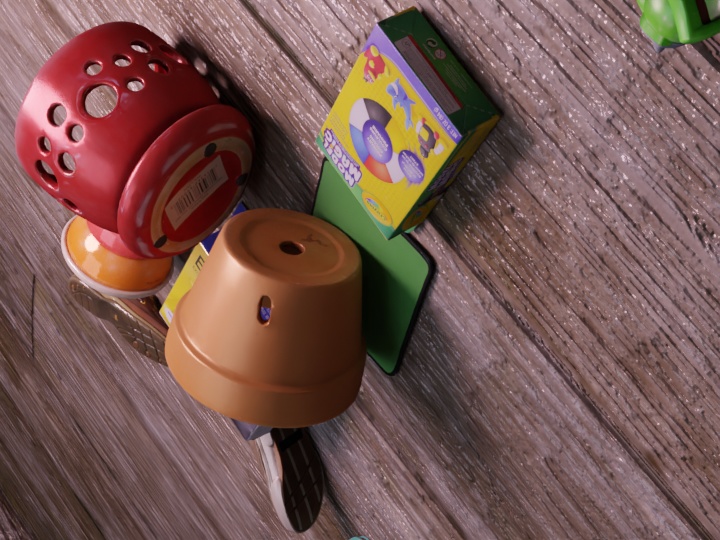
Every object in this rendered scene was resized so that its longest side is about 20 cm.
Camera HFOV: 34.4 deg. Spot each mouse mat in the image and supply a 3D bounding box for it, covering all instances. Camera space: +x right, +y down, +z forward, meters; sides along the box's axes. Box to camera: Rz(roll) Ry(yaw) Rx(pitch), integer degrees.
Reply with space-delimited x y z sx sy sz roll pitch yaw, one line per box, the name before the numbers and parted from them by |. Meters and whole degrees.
mouse mat | 0.000 0.000 1.150 0.161 0.007 0.201 47 149 22

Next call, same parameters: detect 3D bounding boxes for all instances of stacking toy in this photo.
stacking toy | -0.267 -0.078 1.407 0.146 0.146 0.201 48 129 19

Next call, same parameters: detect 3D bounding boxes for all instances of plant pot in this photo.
plant pot | -0.081 0.034 1.124 0.200 0.199 0.141 38 128 33
plant pot | -0.221 -0.123 1.194 0.182 0.200 0.201 39 145 20

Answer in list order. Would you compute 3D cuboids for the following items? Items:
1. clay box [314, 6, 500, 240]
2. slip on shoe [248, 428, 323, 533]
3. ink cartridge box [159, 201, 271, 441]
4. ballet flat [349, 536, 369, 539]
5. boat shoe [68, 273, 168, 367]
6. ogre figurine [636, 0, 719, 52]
clay box | 0.029 -0.110 0.969 0.115 0.047 0.200 54 149 12
slip on shoe | -0.101 0.223 1.425 0.060 0.076 0.202 1 114 47
ink cartridge box | -0.134 0.062 1.316 0.198 0.047 0.200 54 138 18
ballet flat | 0.019 0.426 1.427 0.067 0.070 0.201 -18 100 59
boat shoe | -0.308 0.056 1.610 0.200 0.068 0.072 38 144 5
ogre figurine | 0.188 -0.185 0.615 0.199 0.098 0.121 -8 98 46
